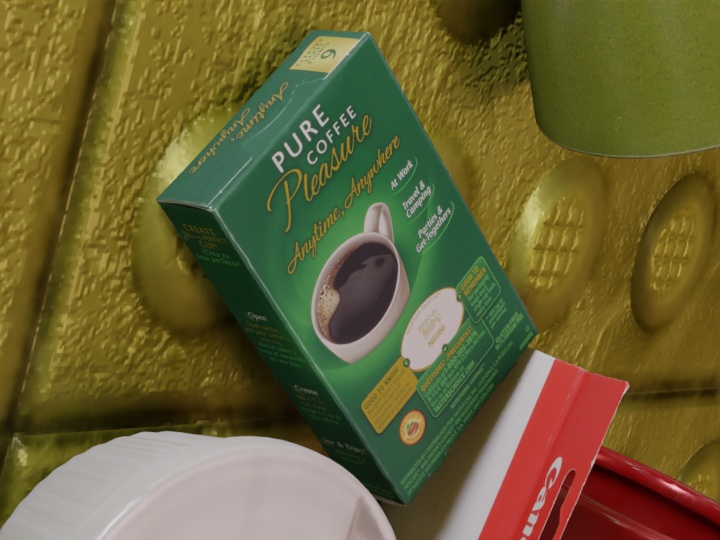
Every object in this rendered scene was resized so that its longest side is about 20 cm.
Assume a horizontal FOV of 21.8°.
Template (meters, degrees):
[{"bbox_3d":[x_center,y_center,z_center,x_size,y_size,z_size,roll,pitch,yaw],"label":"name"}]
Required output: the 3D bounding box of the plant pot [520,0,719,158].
[{"bbox_3d":[0.151,-0.189,0.938,0.187,0.187,0.201,-40,122,-36],"label":"plant pot"}]

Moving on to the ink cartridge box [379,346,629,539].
[{"bbox_3d":[0.057,0.113,0.955,0.200,0.050,0.162,-176,-70,-82],"label":"ink cartridge box"}]

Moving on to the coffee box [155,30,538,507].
[{"bbox_3d":[0.000,0.000,0.880,0.123,0.044,0.200,-51,128,-24],"label":"coffee box"}]

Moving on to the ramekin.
[{"bbox_3d":[-0.081,0.163,0.818,0.202,0.094,0.204,-10,105,-39],"label":"ramekin"}]

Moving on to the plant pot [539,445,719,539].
[{"bbox_3d":[0.127,0.207,1.082,0.200,0.200,0.183,17,100,-56],"label":"plant pot"}]
